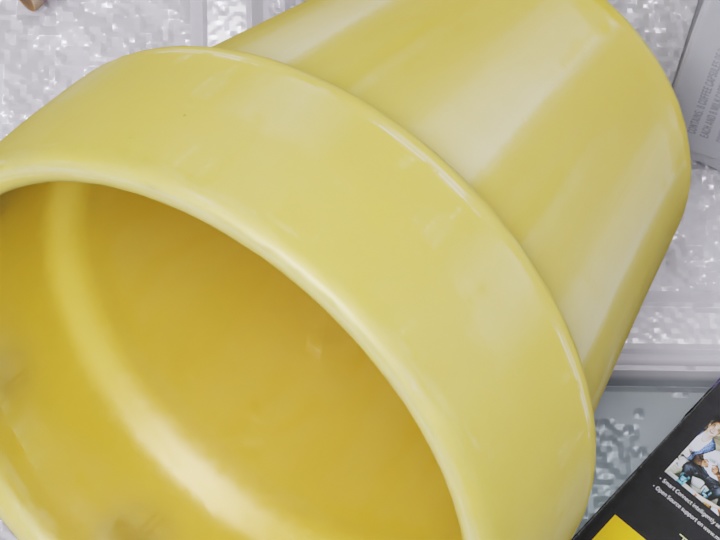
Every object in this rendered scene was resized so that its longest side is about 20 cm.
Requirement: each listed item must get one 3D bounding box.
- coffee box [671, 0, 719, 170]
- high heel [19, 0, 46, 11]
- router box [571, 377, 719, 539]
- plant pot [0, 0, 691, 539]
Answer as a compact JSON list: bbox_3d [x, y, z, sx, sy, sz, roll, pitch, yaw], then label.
[{"bbox_3d":[0.231,-0.133,0.887,0.199,0.200,0.198,20,63,4],"label":"coffee box"},{"bbox_3d":[-0.134,-0.191,0.941,0.096,0.067,0.200,-38,79,-11],"label":"high heel"},{"bbox_3d":[0.137,0.151,0.821,0.200,0.052,0.157,41,66,13],"label":"router box"},{"bbox_3d":[0.000,0.000,0.810,0.201,0.201,0.189,35,51,10],"label":"plant pot"}]
